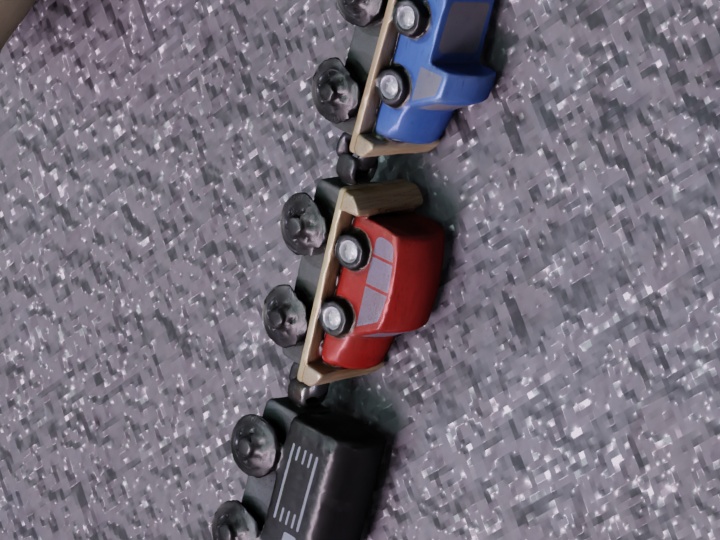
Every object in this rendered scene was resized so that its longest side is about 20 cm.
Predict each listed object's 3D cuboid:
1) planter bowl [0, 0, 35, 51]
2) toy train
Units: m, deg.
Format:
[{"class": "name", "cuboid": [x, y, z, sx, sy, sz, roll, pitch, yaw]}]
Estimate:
[{"class": "planter bowl", "cuboid": [-0.151, -0.166, 0.841, 0.135, 0.200, 0.200, -50, 55, 2]}, {"class": "toy train", "cuboid": [0.000, 0.000, 0.790, 0.046, 0.034, 0.201, 27, 111, 37]}]
